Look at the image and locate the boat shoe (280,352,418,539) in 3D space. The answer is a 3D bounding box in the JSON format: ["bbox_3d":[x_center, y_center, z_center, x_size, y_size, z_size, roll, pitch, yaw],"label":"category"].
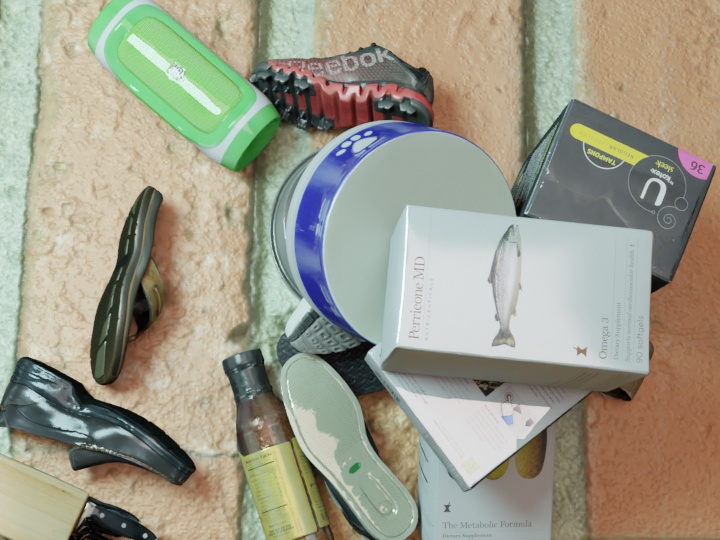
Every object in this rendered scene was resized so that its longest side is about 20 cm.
[{"bbox_3d":[-0.021,0.173,1.169,0.072,0.068,0.201,-30,86,-18],"label":"boat shoe"}]

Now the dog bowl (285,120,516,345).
[{"bbox_3d":[0.039,-0.031,1.089,0.199,0.079,0.201,-6,103,-26],"label":"dog bowl"}]

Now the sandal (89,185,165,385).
[{"bbox_3d":[-0.217,0.016,1.193,0.054,0.082,0.201,20,67,-24],"label":"sandal"}]

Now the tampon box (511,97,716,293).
[{"bbox_3d":[0.223,-0.052,1.183,0.149,0.200,0.127,25,76,-1],"label":"tampon box"}]

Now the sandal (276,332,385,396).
[{"bbox_3d":[0.017,0.084,1.203,0.199,0.045,0.075,0,112,0],"label":"sandal"}]

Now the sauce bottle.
[{"bbox_3d":[-0.083,0.175,1.168,0.066,0.066,0.201,-16,78,-10],"label":"sauce bottle"}]

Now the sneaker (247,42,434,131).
[{"bbox_3d":[-0.013,-0.191,1.257,0.199,0.071,0.098,12,50,12],"label":"sneaker"}]

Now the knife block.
[{"bbox_3d":[-0.285,0.214,1.084,0.175,0.200,0.064,15,73,28],"label":"knife block"}]

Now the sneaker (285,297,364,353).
[{"bbox_3d":[0.000,0.000,1.174,0.200,0.087,0.075,-45,129,-14],"label":"sneaker"}]

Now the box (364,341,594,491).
[{"bbox_3d":[0.124,0.072,1.048,0.200,0.036,0.145,-35,82,-12],"label":"box"}]

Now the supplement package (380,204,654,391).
[{"bbox_3d":[0.122,0.026,0.980,0.199,0.117,0.118,6,78,-4],"label":"supplement package"}]

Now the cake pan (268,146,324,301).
[{"bbox_3d":[0.006,-0.044,1.241,0.199,0.037,0.201,1,77,-6],"label":"cake pan"}]

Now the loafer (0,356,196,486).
[{"bbox_3d":[-0.251,0.158,1.154,0.199,0.073,0.073,28,84,10],"label":"loafer"}]

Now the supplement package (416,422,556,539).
[{"bbox_3d":[0.115,0.163,1.133,0.113,0.110,0.201,-1,100,-6],"label":"supplement package"}]

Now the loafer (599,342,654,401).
[{"bbox_3d":[0.196,0.088,1.212,0.199,0.076,0.068,7,70,-5],"label":"loafer"}]

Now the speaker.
[{"bbox_3d":[-0.178,-0.191,1.230,0.200,0.088,0.089,40,76,4],"label":"speaker"}]
